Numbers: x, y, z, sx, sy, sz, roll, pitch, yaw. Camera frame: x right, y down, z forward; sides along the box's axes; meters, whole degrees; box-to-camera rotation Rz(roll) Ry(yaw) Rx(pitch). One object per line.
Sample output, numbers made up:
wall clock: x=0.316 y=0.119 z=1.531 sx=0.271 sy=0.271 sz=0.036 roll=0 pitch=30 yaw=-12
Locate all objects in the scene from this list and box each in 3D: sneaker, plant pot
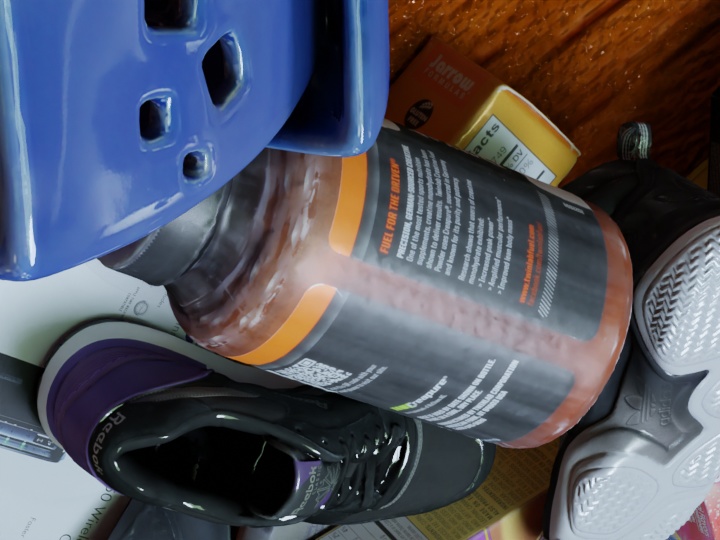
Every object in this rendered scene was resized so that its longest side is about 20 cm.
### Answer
sneaker: x=-0.025 y=0.078 z=0.910 sx=0.199 sy=0.088 sz=0.076 roll=8 pitch=107 yaw=-29
sneaker: x=0.112 y=0.033 z=1.003 sx=0.075 sy=0.114 sz=0.201 roll=-3 pitch=130 yaw=-30
plant pot: x=-0.103 y=-0.121 z=0.728 sx=0.179 sy=0.200 sz=0.201 roll=-16 pitch=109 yaw=-42

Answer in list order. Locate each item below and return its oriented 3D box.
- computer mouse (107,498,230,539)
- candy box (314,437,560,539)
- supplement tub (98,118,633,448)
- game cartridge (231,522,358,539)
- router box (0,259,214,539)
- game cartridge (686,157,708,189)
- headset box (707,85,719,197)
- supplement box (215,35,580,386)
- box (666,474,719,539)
computer mouse: x=-0.106 y=0.168 z=0.978 sx=0.200 sy=0.053 sz=0.138 roll=-60 pitch=177 yaw=3
candy box: x=0.044 y=0.153 z=1.075 sx=0.200 sy=0.056 sz=0.117 roll=-29 pitch=130 yaw=-16
supplement tub: x=0.000 y=-0.006 z=0.877 sx=0.199 sy=0.107 sz=0.107 roll=20 pitch=104 yaw=-30
game cartridge: x=-0.010 y=0.149 z=1.091 sx=0.129 sy=0.038 sz=0.201 roll=4 pitch=114 yaw=-33
router box: x=-0.157 y=0.040 z=0.907 sx=0.179 sy=0.049 sz=0.200 roll=21 pitch=103 yaw=-42
game cartridge: x=0.173 y=0.037 z=1.158 sx=0.200 sy=0.032 sz=0.176 roll=-44 pitch=133 yaw=-9
headset box: x=0.260 y=-0.009 z=1.049 sx=0.199 sy=0.149 sz=0.077 roll=20 pitch=144 yaw=-17
supplement box: x=0.000 y=0.000 z=0.985 sx=0.200 sy=0.067 sz=0.069 roll=-49 pitch=130 yaw=-1
box: x=0.191 y=0.116 z=1.131 sx=0.100 sy=0.095 sz=0.200 roll=-33 pitch=131 yaw=-15
